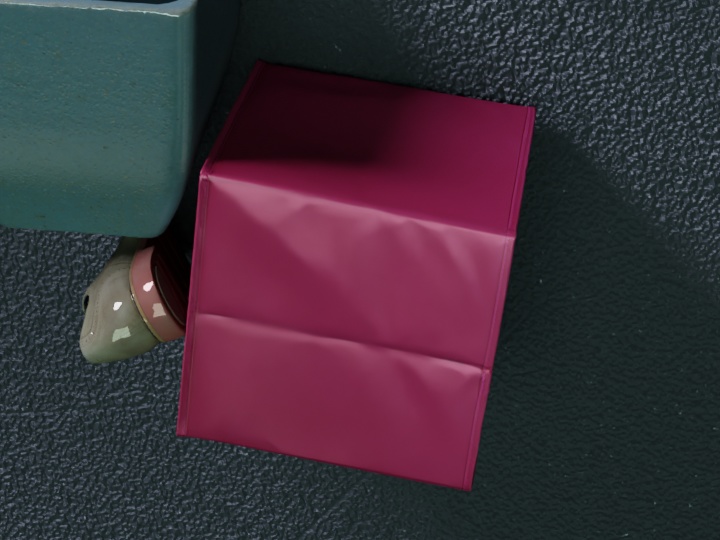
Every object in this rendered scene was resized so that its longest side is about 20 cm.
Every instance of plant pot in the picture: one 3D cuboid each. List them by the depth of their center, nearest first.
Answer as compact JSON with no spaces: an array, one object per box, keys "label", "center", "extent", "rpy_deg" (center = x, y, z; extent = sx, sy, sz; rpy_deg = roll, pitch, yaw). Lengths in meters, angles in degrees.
[{"label":"plant pot","center":[-0.178,-0.136,1.247],"extent":[0.194,0.197,0.202],"rpy_deg":[5,129,6]}]

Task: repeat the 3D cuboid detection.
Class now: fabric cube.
[{"label":"fabric cube","center":[0.000,0.000,1.279],"extent":[0.197,0.197,0.202],"rpy_deg":[9,119,3]}]

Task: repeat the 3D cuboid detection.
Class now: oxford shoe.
[{"label":"oxford shoe","center":[-0.156,0.009,1.304],"extent":[0.074,0.200,0.071],"rpy_deg":[-28,102,5]}]
